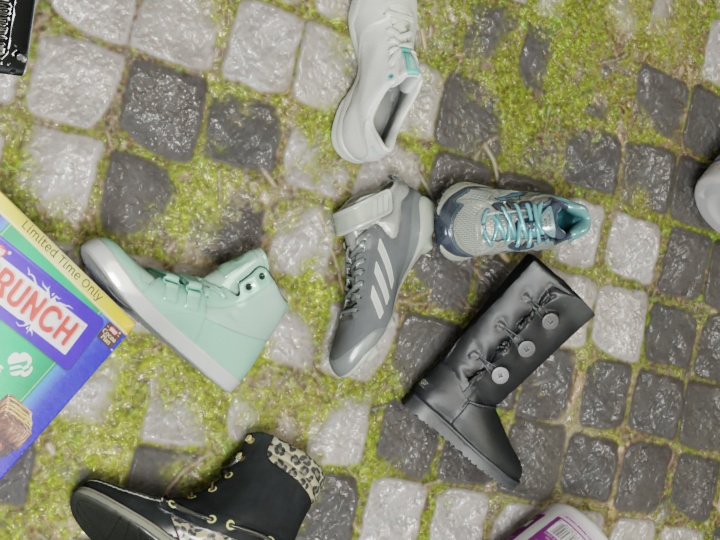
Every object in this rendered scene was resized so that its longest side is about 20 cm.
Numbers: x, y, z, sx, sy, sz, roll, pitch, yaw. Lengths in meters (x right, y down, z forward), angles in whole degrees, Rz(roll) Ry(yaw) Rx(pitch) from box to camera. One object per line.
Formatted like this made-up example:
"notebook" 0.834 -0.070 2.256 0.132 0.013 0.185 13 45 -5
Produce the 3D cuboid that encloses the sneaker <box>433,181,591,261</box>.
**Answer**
"sneaker" 0.155 -0.053 1.246 0.199 0.086 0.078 -9 98 -45

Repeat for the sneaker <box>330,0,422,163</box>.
"sneaker" 0.031 -0.201 1.186 0.075 0.088 0.201 10 88 -29

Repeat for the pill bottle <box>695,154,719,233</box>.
"pill bottle" 0.484 -0.130 1.433 0.200 0.112 0.112 -47 114 -19

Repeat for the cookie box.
"cookie box" -0.312 0.059 1.009 0.171 0.075 0.200 47 70 -23

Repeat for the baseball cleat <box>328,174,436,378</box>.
"baseball cleat" 0.000 0.000 1.201 0.106 0.070 0.201 37 65 -21

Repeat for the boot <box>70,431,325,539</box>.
"boot" -0.140 0.206 1.122 0.203 0.074 0.154 26 46 2

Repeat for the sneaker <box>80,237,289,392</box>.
"sneaker" -0.149 0.006 1.100 0.118 0.074 0.200 -52 126 -10

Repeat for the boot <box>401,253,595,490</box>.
"boot" 0.162 0.105 1.267 0.165 0.066 0.200 41 89 -25

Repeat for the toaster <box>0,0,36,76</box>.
"toaster" -0.338 -0.247 0.922 0.199 0.119 0.182 2 110 -30

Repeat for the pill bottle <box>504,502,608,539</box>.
"pill bottle" 0.164 0.338 1.285 0.200 0.112 0.113 -31 108 -24
